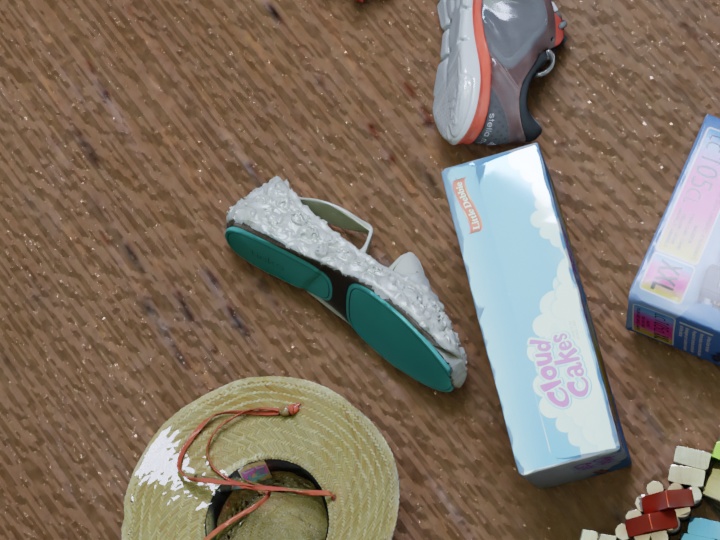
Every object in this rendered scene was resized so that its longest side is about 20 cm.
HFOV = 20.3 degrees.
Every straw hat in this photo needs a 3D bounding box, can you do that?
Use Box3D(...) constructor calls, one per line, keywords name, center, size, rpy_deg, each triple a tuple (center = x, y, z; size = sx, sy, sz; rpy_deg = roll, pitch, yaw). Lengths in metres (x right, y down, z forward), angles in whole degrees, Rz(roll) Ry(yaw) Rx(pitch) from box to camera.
Box3D(name="straw hat", center=(-0.054, 0.173, 1.304), size=(0.200, 0.085, 0.202), rpy_deg=(-10, 52, 13))

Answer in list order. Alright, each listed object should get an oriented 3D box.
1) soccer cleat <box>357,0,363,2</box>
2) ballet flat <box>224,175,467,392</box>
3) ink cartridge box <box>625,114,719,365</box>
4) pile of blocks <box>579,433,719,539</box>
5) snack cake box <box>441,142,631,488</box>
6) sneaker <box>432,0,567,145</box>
Box3D(name="soccer cleat", center=(-0.054, -0.261, 1.401), size=(0.199, 0.069, 0.078), rpy_deg=(29, 80, 7))
Box3D(name="ballet flat", center=(0.000, 0.000, 1.341), size=(0.200, 0.072, 0.072), rpy_deg=(34, 87, 14))
Box3D(name="ink cartridge box", center=(0.285, 0.005, 1.277), size=(0.199, 0.076, 0.137), rpy_deg=(22, 78, 12))
Box3D(name="pile of blocks", center=(0.214, 0.149, 1.274), size=(0.200, 0.062, 0.082), rpy_deg=(-44, 75, 0))
Box3D(name="snack cake box", center=(0.113, 0.032, 1.287), size=(0.067, 0.115, 0.201), rpy_deg=(-15, 77, 6))
Box3D(name="sneaker", center=(0.099, -0.177, 1.365), size=(0.081, 0.077, 0.201), rpy_deg=(9, 81, -16))
